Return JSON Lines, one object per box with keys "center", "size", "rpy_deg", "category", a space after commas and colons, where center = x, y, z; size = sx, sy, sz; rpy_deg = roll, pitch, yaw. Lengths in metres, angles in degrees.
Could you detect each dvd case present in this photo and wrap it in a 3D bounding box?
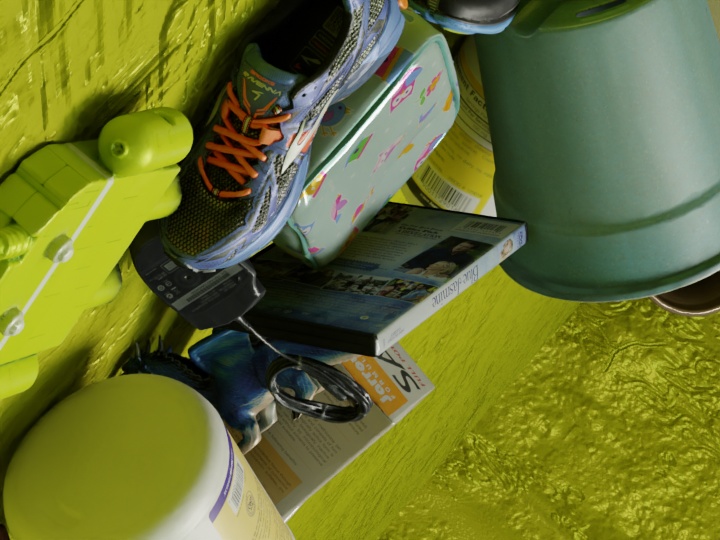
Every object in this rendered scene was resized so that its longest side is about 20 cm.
{"center": [0.000, 0.000, 1.451], "size": [0.200, 0.142, 0.018], "rpy_deg": [-35, 127, -51], "category": "dvd case"}

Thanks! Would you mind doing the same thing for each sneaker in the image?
{"center": [0.094, -0.218, 1.430], "size": [0.200, 0.071, 0.083], "rpy_deg": [-45, 155, -35], "category": "sneaker"}
{"center": [-0.052, -0.091, 1.231], "size": [0.200, 0.075, 0.078], "rpy_deg": [-60, 164, -1], "category": "sneaker"}

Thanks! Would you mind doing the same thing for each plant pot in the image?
{"center": [0.165, -0.115, 1.511], "size": [0.200, 0.200, 0.196], "rpy_deg": [-44, 132, -35], "category": "plant pot"}
{"center": [0.502, -0.042, 3.514], "size": [0.200, 0.200, 0.175], "rpy_deg": [-52, -172, 6], "category": "plant pot"}

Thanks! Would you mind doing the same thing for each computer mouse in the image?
{"center": [-0.062, 0.026, 1.338], "size": [0.059, 0.200, 0.034], "rpy_deg": [-30, -144, 22], "category": "computer mouse"}

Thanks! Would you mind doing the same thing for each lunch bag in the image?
{"center": [-0.010, -0.089, 1.371], "size": [0.161, 0.077, 0.200], "rpy_deg": [-51, 170, -5], "category": "lunch bag"}

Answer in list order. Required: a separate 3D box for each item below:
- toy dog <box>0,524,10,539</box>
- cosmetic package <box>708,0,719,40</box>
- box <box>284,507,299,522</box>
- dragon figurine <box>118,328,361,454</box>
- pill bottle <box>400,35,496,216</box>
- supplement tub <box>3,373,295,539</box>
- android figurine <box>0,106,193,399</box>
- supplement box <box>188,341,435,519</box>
{"center": [-0.241, 0.240, 1.449], "size": [0.132, 0.097, 0.200], "rpy_deg": [-15, -153, 6], "category": "toy dog"}
{"center": [0.297, -0.235, 1.902], "size": [0.200, 0.073, 0.104], "rpy_deg": [-10, -157, 41], "category": "cosmetic package"}
{"center": [-0.134, 0.189, 1.661], "size": [0.200, 0.112, 0.101], "rpy_deg": [-47, 180, -26], "category": "box"}
{"center": [-0.072, 0.053, 1.453], "size": [0.200, 0.100, 0.059], "rpy_deg": [-35, -175, 33], "category": "dragon figurine"}
{"center": [0.113, -0.124, 1.682], "size": [0.111, 0.111, 0.200], "rpy_deg": [-39, 165, -48], "category": "pill bottle"}
{"center": [-0.121, 0.176, 1.424], "size": [0.145, 0.145, 0.200], "rpy_deg": [-47, 139, -20], "category": "supplement tub"}
{"center": [-0.155, -0.007, 1.140], "size": [0.182, 0.041, 0.200], "rpy_deg": [-54, 171, 14], "category": "android figurine"}
{"center": [-0.064, 0.098, 1.548], "size": [0.200, 0.126, 0.074], "rpy_deg": [-42, 176, 32], "category": "supplement box"}
